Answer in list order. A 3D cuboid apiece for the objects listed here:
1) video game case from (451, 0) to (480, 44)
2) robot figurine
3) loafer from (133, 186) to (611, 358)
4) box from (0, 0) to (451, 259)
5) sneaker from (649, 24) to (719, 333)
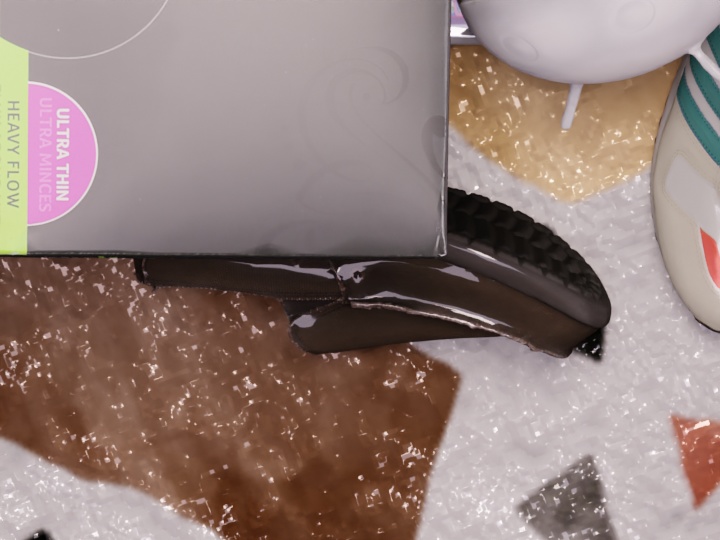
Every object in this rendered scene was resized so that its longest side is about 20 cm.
[{"bbox_3d":[0.025,-0.180,1.120,0.200,0.023,0.182,0,97,1],"label":"video game case"},{"bbox_3d":[0.078,-0.156,1.052,0.170,0.113,0.200,-11,98,43],"label":"robot figurine"},{"bbox_3d":[0.000,0.000,1.125,0.200,0.073,0.071,17,107,5],"label":"loafer"},{"bbox_3d":[-0.072,-0.080,0.976,0.200,0.124,0.149,1,95,-5],"label":"box"},{"bbox_3d":[0.157,-0.070,1.091,0.070,0.093,0.200,12,97,1],"label":"sneaker"}]
